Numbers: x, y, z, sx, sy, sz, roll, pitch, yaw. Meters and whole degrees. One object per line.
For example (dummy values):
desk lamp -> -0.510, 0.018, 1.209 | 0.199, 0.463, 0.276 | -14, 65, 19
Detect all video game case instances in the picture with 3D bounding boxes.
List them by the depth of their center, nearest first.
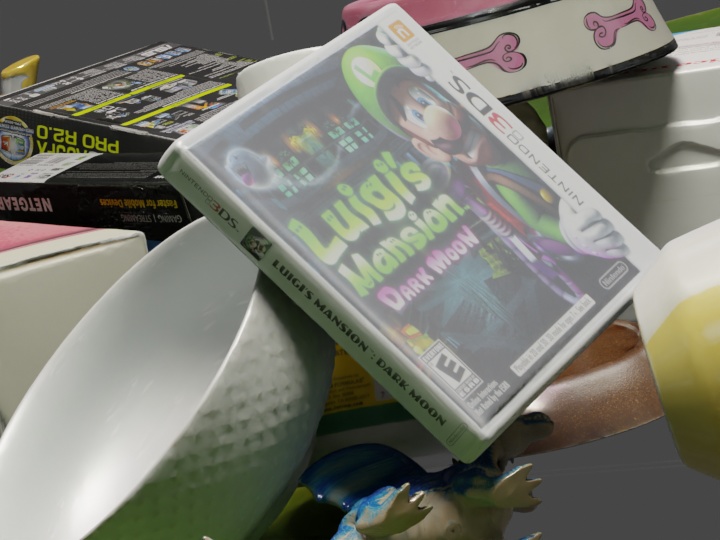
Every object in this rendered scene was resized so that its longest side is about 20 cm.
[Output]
video game case -> 0.030, -0.024, 1.154 | 0.023, 0.182, 0.200 | -51, -8, 37

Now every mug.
mug -> 0.202, 0.028, 1.138 | 0.153, 0.150, 0.187 | -16, 3, 9

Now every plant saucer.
plant saucer -> 0.078, 0.059, 1.374 | 0.200, 0.032, 0.200 | -10, 12, 2

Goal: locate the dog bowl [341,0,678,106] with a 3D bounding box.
dog bowl -> 0.077, -0.138, 1.503 | 0.200, 0.074, 0.200 | -15, 7, 2

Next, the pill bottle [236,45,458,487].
pill bottle -> -0.004, -0.003, 1.256 | 0.113, 0.200, 0.113 | -9, -8, -1

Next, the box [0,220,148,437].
box -> -0.204, 0.045, 1.444 | 0.109, 0.128, 0.200 | -17, 13, -35

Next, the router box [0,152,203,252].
router box -> -0.123, 0.008, 1.494 | 0.051, 0.149, 0.200 | -30, 20, -35

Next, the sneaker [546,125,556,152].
sneaker -> 0.080, -0.064, 1.772 | 0.200, 0.096, 0.079 | -17, 51, -30

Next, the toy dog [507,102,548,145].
toy dog -> 0.000, 0.000, 1.505 | 0.200, 0.140, 0.194 | -19, -3, 34

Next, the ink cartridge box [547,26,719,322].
ink cartridge box -> 0.207, -0.064, 1.580 | 0.146, 0.146, 0.200 | -7, 10, 14

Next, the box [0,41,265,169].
box -> -0.119, -0.096, 1.677 | 0.160, 0.044, 0.200 | 13, 22, 27

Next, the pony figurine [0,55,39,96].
pony figurine -> -0.250, -0.015, 1.717 | 0.193, 0.200, 0.166 | -30, 17, -21

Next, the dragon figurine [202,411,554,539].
dragon figurine -> 0.012, 0.107, 1.105 | 0.200, 0.059, 0.099 | -15, 12, -27

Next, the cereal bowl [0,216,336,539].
cereal bowl -> -0.080, 0.074, 1.160 | 0.200, 0.083, 0.200 | -42, 24, 24
